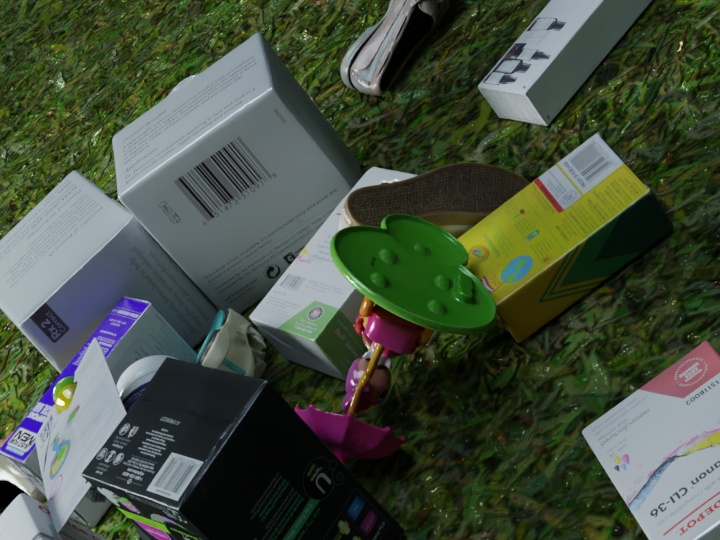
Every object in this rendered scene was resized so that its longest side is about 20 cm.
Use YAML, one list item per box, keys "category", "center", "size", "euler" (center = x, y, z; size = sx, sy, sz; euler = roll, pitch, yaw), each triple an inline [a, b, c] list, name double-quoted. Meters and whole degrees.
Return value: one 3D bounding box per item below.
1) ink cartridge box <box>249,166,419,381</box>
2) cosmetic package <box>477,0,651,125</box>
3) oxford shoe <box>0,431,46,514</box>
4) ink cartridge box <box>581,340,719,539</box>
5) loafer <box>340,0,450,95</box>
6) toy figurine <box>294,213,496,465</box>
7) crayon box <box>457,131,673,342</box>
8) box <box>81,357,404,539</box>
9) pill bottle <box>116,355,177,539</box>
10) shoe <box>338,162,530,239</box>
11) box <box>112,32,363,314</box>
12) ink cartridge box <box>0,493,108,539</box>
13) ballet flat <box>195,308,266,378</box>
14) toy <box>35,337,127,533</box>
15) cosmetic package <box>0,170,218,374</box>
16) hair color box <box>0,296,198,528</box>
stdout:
- category: "ink cartridge box"
  center: [0.000, 0.000, 1.566]
  size: [0.201, 0.067, 0.117]
  euler: [-52, 34, -17]
- category: "cosmetic package"
  center: [0.212, -0.238, 1.653]
  size: [0.200, 0.051, 0.082]
  euler: [-50, 34, -15]
- category: "oxford shoe"
  center: [-0.393, 0.216, 1.716]
  size: [0.198, 0.070, 0.075]
  euler: [-13, 46, 39]
- category: "ink cartridge box"
  center: [0.245, 0.150, 1.117]
  size: [0.116, 0.068, 0.200]
  euler: [-37, 31, 5]
- category: "loafer"
  center: [0.060, -0.280, 1.864]
  size: [0.063, 0.072, 0.201]
  euler: [32, 80, 40]
- category: "toy figurine"
  center: [0.013, 0.070, 1.390]
  size: [0.200, 0.149, 0.185]
  euler: [-72, 7, -66]
- category: "crayon box"
  center: [0.161, -0.021, 1.437]
  size: [0.199, 0.051, 0.127]
  euler: [-36, 31, 6]
- category: "box"
  center: [-0.091, 0.186, 1.303]
  size: [0.148, 0.200, 0.125]
  euler: [8, 56, 50]
- category: "pill bottle"
  center: [-0.171, 0.162, 1.504]
  size: [0.111, 0.111, 0.200]
  euler: [-38, 32, 4]
- category: "shoe"
  center: [0.069, -0.054, 1.505]
  size: [0.198, 0.054, 0.070]
  euler: [-8, 54, -23]
- category: "box"
  center: [-0.120, -0.095, 1.687]
  size: [0.198, 0.200, 0.131]
  euler: [-33, 34, 12]
- category: "ink cartridge box"
  center: [-0.232, 0.289, 1.366]
  size: [0.083, 0.146, 0.200]
  euler: [-52, 32, 2]
- category: "ballet flat"
  center: [-0.122, 0.082, 1.588]
  size: [0.069, 0.070, 0.200]
  euler: [-38, 6, 3]
- category: "toy"
  center: [-0.237, 0.149, 1.457]
  size: [0.116, 0.047, 0.200]
  euler: [-58, 27, 7]
- category: "cosmetic package"
  center: [-0.284, 0.026, 1.744]
  size: [0.165, 0.165, 0.200]
  euler: [-45, 33, -9]
- category: "hair color box"
  center: [-0.250, 0.139, 1.620]
  size: [0.064, 0.110, 0.201]
  euler: [8, 55, 51]
